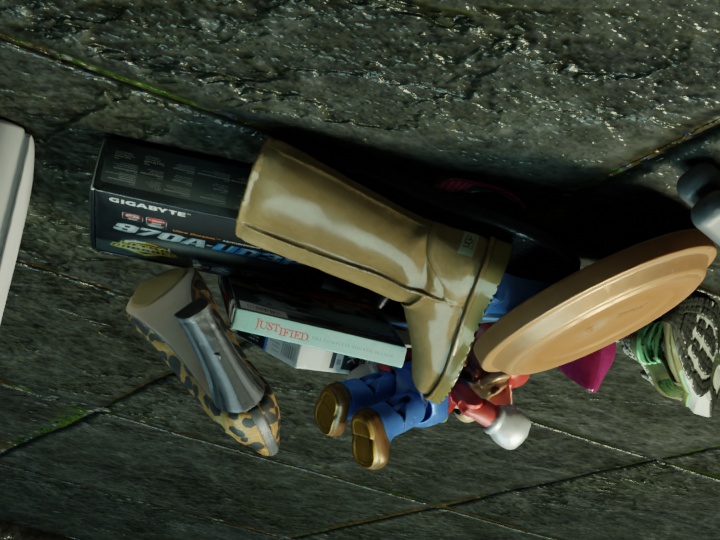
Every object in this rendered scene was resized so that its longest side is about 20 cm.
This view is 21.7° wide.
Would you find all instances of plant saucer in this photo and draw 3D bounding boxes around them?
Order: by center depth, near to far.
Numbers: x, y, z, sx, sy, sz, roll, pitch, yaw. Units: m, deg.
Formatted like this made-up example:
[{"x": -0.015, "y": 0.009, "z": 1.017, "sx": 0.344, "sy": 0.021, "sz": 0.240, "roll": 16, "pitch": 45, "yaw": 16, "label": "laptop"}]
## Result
[{"x": 0.181, "y": 0.030, "z": 1.423, "sx": 0.199, "sy": 0.033, "sz": 0.200, "roll": -25, "pitch": 166, "yaw": -6, "label": "plant saucer"}]

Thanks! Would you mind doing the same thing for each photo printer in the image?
[{"x": -0.312, "y": -0.002, "z": 1.494, "sx": 0.069, "sy": 0.202, "sz": 0.166, "roll": 13, "pitch": 161, "yaw": -8, "label": "photo printer"}]

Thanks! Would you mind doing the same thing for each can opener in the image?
[{"x": 0.303, "y": -0.029, "z": 1.349, "sx": 0.067, "sy": 0.054, "sz": 0.199, "roll": -36, "pitch": 140, "yaw": 21, "label": "can opener"}]

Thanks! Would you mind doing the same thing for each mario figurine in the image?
[{"x": 0.062, "y": 0.115, "z": 1.575, "sx": 0.199, "sy": 0.124, "sz": 0.106, "roll": -19, "pitch": 167, "yaw": -33, "label": "mario figurine"}]

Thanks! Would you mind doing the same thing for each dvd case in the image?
[{"x": -0.045, "y": 0.036, "z": 1.577, "sx": 0.145, "sy": 0.022, "sz": 0.200, "roll": 14, "pitch": -173, "yaw": -10, "label": "dvd case"}]

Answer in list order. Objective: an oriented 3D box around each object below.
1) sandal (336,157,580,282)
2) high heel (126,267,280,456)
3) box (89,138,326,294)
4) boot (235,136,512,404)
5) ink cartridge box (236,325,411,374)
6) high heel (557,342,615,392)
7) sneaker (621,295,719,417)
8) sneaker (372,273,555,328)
[{"x": 0.078, "y": -0.048, "z": 1.413, "sx": 0.199, "sy": 0.045, "sz": 0.075, "roll": 24, "pitch": 156, "yaw": 5, "label": "sandal"}, {"x": -0.128, "y": 0.076, "z": 1.546, "sx": 0.143, "sy": 0.071, "sz": 0.200, "roll": 62, "pitch": 168, "yaw": -19, "label": "high heel"}, {"x": -0.117, "y": -0.040, "z": 1.518, "sx": 0.198, "sy": 0.046, "sz": 0.159, "roll": 12, "pitch": 162, "yaw": -5, "label": "box"}, {"x": 0.000, "y": 0.000, "z": 1.422, "sx": 0.198, "sy": 0.066, "sz": 0.176, "roll": 22, "pitch": 131, "yaw": 1, "label": "boot"}, {"x": -0.002, "y": 0.065, "z": 1.667, "sx": 0.199, "sy": 0.040, "sz": 0.099, "roll": 8, "pitch": -170, "yaw": -37, "label": "ink cartridge box"}, {"x": 0.154, "y": 0.072, "z": 1.623, "sx": 0.067, "sy": 0.097, "sz": 0.200, "roll": 15, "pitch": 161, "yaw": -16, "label": "high heel"}, {"x": 0.263, "y": 0.072, "z": 1.618, "sx": 0.088, "sy": 0.078, "sz": 0.200, "roll": 13, "pitch": 161, "yaw": 20, "label": "sneaker"}, {"x": 0.083, "y": 0.016, "z": 1.509, "sx": 0.078, "sy": 0.067, "sz": 0.199, "roll": -15, "pitch": 180, "yaw": -34, "label": "sneaker"}]
